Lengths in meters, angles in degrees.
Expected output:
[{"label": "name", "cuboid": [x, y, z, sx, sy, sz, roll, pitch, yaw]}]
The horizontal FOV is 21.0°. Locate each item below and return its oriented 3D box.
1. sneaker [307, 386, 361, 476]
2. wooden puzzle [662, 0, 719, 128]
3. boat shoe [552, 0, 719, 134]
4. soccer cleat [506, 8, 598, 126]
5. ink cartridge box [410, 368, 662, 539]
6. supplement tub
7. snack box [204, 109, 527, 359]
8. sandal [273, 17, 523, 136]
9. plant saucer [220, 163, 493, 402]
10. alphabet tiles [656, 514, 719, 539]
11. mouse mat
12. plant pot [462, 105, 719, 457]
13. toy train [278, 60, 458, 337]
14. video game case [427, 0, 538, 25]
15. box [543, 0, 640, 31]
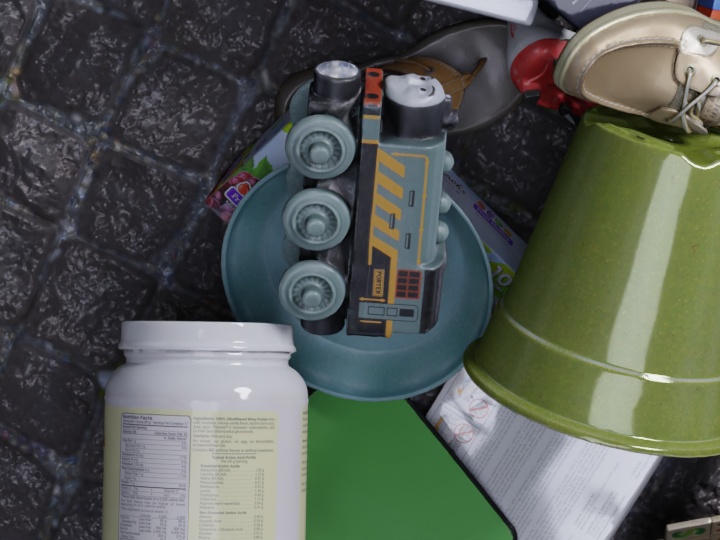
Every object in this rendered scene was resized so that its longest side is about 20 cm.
[{"label": "sneaker", "cuboid": [-0.082, 0.131, 1.481, 0.199, 0.081, 0.076, -16, 92, -16]}, {"label": "wooden puzzle", "cuboid": [0.291, -0.134, 1.358, 0.184, 0.046, 0.202, 7, 107, -17]}, {"label": "boat shoe", "cuboid": [0.216, -0.124, 1.255, 0.199, 0.065, 0.072, 0, 133, -33]}, {"label": "soccer cleat", "cuboid": [0.179, -0.126, 1.410, 0.199, 0.086, 0.069, 28, 125, -34]}, {"label": "ink cartridge box", "cuboid": [0.121, 0.133, 1.502, 0.199, 0.057, 0.163, 33, 103, 11]}, {"label": "supplement tub", "cuboid": [-0.108, 0.137, 1.355, 0.144, 0.145, 0.202, 1, 87, 0]}, {"label": "snack box", "cuboid": [0.006, -0.033, 1.424, 0.200, 0.053, 0.142, 43, 119, -11]}, {"label": "sandal", "cuboid": [0.033, -0.130, 1.420, 0.198, 0.055, 0.082, -9, 104, 2]}, {"label": "plant saucer", "cuboid": [0.000, 0.000, 1.392, 0.198, 0.036, 0.201, 7, 121, 11]}, {"label": "alphabet tiles", "cuboid": [0.294, 0.207, 1.467, 0.198, 0.167, 0.006, -11, 64, 2]}, {"label": "mouse mat", "cuboid": [0.006, 0.181, 1.458, 0.161, 0.008, 0.200, -41, 97, -14]}, {"label": "plant pot", "cuboid": [0.186, -0.005, 1.299, 0.198, 0.200, 0.191, 12, 106, -3]}, {"label": "toy train", "cuboid": [0.005, -0.045, 1.303, 0.113, 0.085, 0.201, 4, 118, -2]}, {"label": "video game case", "cuboid": [0.016, -0.208, 1.335, 0.198, 0.182, 0.024, 14, 102, -4]}, {"label": "box", "cuboid": [0.117, -0.258, 1.313, 0.182, 0.200, 0.104, 40, 100, -9]}]
